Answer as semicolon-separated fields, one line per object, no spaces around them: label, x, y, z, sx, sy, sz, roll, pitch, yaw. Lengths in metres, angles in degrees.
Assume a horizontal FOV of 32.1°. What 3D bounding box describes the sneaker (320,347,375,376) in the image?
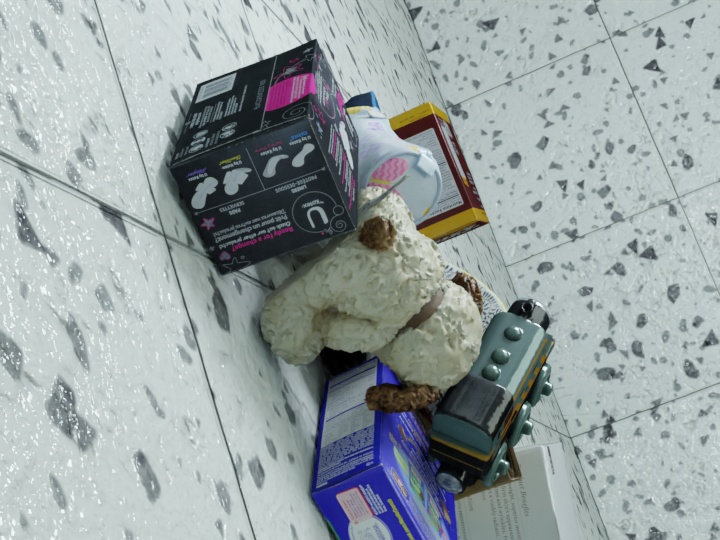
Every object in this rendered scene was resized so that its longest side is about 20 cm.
sneaker;-0.004;0.089;1.286;0.200;0.076;0.088;53;31;-35

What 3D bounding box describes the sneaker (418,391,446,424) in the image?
sneaker;0.071;0.077;1.237;0.200;0.082;0.078;68;-10;-24

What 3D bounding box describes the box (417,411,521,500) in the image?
box;0.090;0.165;1.341;0.200;0.021;0.164;-38;-112;58

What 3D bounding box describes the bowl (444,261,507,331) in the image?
bowl;0.065;0.064;1.472;0.201;0.200;0.094;-90;-160;-63

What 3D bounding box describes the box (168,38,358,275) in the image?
box;-0.080;-0.103;1.111;0.200;0.132;0.115;-89;158;-62

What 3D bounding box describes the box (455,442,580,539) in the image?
box;0.184;0.310;1.467;0.200;0.131;0.199;23;56;-74

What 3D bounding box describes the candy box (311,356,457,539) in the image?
candy box;0.027;0.201;1.166;0.169;0.077;0.200;62;14;-21

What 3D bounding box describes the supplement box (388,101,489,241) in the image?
supplement box;0.102;-0.145;2.012;0.197;0.133;0.200;-6;74;-78

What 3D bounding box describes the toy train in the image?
toy train;0.127;0.115;1.179;0.200;0.085;0.114;-54;159;-36

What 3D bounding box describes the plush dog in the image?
plush dog;0.039;0.029;1.105;0.172;0.160;0.200;46;61;-14

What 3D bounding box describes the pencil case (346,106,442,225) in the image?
pencil case;0.017;-0.108;1.278;0.083;0.091;0.200;55;0;-26

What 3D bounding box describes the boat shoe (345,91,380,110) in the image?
boat shoe;0.001;-0.181;1.794;0.200;0.069;0.084;-92;165;-57

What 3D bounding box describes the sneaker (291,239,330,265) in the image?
sneaker;-0.054;-0.046;1.272;0.200;0.082;0.075;89;14;-72
